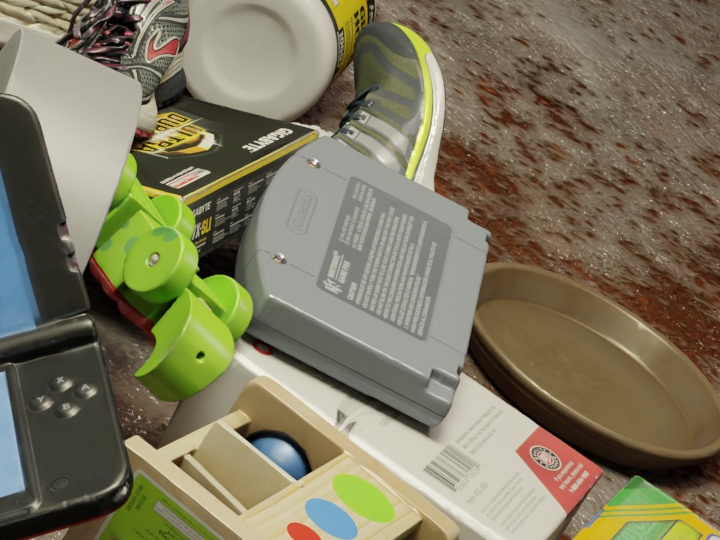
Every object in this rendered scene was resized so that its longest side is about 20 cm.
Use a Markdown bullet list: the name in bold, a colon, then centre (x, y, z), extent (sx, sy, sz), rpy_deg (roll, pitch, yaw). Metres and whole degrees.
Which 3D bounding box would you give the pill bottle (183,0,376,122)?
- **pill bottle**: centre (-0.052, -0.178, 1.901), extent (0.112, 0.112, 0.200), rpy_deg (31, 24, 1)

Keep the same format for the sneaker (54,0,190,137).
- **sneaker**: centre (-0.147, -0.128, 1.587), extent (0.081, 0.075, 0.200), rpy_deg (11, 19, 3)

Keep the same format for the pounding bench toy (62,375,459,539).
- **pounding bench toy**: centre (-0.024, 0.165, 1.234), extent (0.200, 0.124, 0.156), rpy_deg (37, 24, 14)

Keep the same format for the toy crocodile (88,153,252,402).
- **toy crocodile**: centre (-0.113, -0.007, 1.399), extent (0.068, 0.062, 0.200), rpy_deg (43, 8, -45)

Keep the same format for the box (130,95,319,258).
- **box**: centre (-0.135, -0.061, 1.588), extent (0.160, 0.049, 0.200), rpy_deg (14, 18, 19)

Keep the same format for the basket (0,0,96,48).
- **basket**: centre (-0.222, -0.255, 1.795), extent (0.200, 0.161, 0.198), rpy_deg (13, 30, -32)

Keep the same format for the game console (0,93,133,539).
- **game console**: centre (-0.214, 0.036, 1.155), extent (0.200, 0.119, 0.172), rpy_deg (-16, 36, -4)

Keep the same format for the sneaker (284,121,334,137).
- **sneaker**: centre (-0.035, -0.028, 1.682), extent (0.080, 0.076, 0.200), rpy_deg (-2, 37, -36)

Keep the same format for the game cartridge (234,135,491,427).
- **game cartridge**: centre (0.000, 0.000, 1.480), extent (0.133, 0.040, 0.200), rpy_deg (31, 28, -7)

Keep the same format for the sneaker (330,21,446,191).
- **sneaker**: centre (0.001, -0.067, 1.613), extent (0.081, 0.074, 0.200), rpy_deg (14, 56, -20)

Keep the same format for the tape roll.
- **tape roll**: centre (-0.177, -0.013, 1.311), extent (0.066, 0.200, 0.200), rpy_deg (24, 24, -14)

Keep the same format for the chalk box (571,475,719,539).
- **chalk box**: centre (0.127, 0.207, 1.334), extent (0.124, 0.124, 0.200), rpy_deg (35, 23, 10)

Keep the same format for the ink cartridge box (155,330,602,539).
- **ink cartridge box**: centre (0.011, 0.102, 1.453), extent (0.200, 0.083, 0.147), rpy_deg (35, 24, 10)

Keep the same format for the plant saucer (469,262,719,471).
- **plant saucer**: centre (0.148, 0.065, 1.764), extent (0.200, 0.029, 0.200), rpy_deg (26, 24, -13)
